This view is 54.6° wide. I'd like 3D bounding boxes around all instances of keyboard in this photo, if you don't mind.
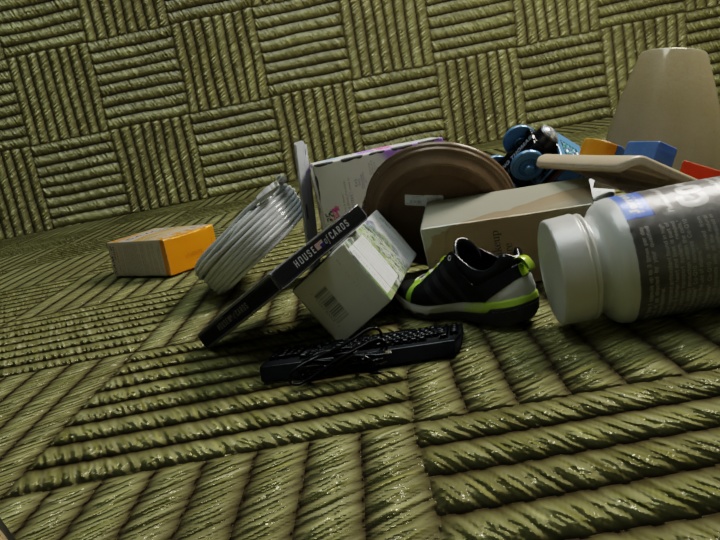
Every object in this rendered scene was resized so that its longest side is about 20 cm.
[{"bbox_3d":[0.000,0.068,0.670,0.196,0.040,0.104,-10,12,9],"label":"keyboard"},{"bbox_3d":[-0.079,-0.089,1.039,0.010,0.204,0.056,-3,14,14],"label":"keyboard"}]

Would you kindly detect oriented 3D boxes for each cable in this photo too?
[{"bbox_3d":[-0.167,-0.050,1.071,0.200,0.069,0.200,-46,8,-2],"label":"cable"}]

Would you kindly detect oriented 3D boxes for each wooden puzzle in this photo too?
[{"bbox_3d":[0.335,-0.116,0.815,0.197,0.047,0.185,12,6,-18],"label":"wooden puzzle"}]

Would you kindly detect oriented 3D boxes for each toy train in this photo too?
[{"bbox_3d":[0.217,-0.109,0.962,0.113,0.201,0.088,23,39,-21],"label":"toy train"}]

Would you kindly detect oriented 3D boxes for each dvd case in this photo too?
[{"bbox_3d":[-0.091,0.009,0.782,0.150,0.025,0.199,-43,6,-40],"label":"dvd case"}]

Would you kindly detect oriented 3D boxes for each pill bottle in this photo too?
[{"bbox_3d":[0.268,-0.016,0.626,0.196,0.116,0.114,-11,13,3],"label":"pill bottle"}]

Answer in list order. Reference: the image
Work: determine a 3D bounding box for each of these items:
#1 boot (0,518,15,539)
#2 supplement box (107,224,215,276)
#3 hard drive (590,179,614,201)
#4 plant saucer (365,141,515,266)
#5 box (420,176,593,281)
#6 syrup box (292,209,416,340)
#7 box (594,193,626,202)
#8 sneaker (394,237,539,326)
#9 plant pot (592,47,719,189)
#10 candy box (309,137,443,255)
[{"bbox_3d":[-0.248,0.197,0.291,0.198,0.078,0.138,-28,20,-10],"label":"boot"},{"bbox_3d":[-0.395,-0.041,1.391,0.198,0.075,0.125,-1,16,39],"label":"supplement box"},{"bbox_3d":[0.369,-0.126,1.200,0.130,0.027,0.200,-6,14,22],"label":"hard drive"},{"bbox_3d":[0.102,-0.074,0.897,0.196,0.202,0.030,-7,42,18],"label":"plant saucer"},{"bbox_3d":[0.177,-0.040,0.828,0.196,0.096,0.078,-9,28,18],"label":"box"},{"bbox_3d":[0.000,0.000,0.810,0.081,0.079,0.200,-41,4,18],"label":"syrup box"},{"bbox_3d":[0.366,-0.065,0.913,0.153,0.042,0.200,-15,15,-17],"label":"box"},{"bbox_3d":[0.109,0.004,0.740,0.071,0.084,0.198,-20,14,-37],"label":"sneaker"},{"bbox_3d":[0.449,-0.217,1.031,0.184,0.204,0.187,3,8,0],"label":"plant pot"},{"bbox_3d":[0.036,-0.096,1.043,0.196,0.171,0.072,-12,12,-5],"label":"candy box"}]
